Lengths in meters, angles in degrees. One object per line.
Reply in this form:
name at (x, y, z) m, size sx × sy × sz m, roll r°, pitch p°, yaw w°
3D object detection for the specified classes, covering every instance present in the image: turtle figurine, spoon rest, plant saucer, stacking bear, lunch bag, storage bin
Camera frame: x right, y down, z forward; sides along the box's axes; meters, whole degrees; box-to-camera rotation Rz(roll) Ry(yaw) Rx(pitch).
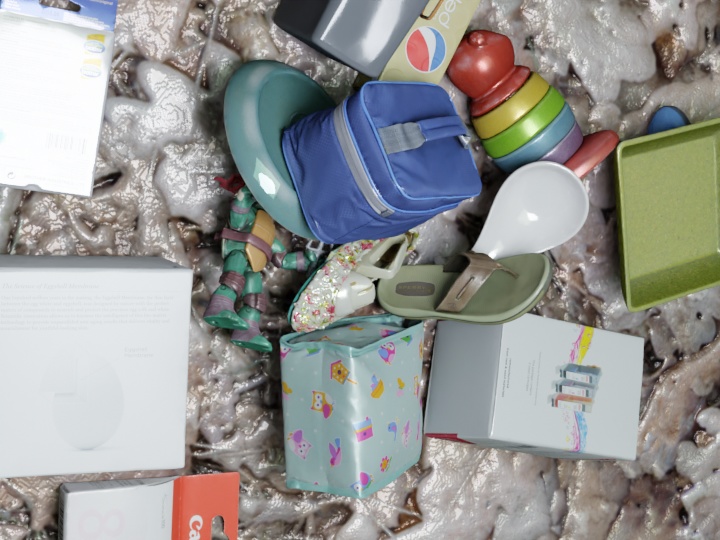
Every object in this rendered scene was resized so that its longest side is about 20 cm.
turtle figurine at (-0.103, -0.025, 1.410) m, size 0.150 × 0.100 × 0.201 m, roll 32°, pitch 65°, yaw -43°
spoon rest at (0.163, -0.043, 1.488) m, size 0.099 × 0.061 × 0.200 m, roll 44°, pitch 118°, yaw -14°
plant saucer at (0.368, -0.073, 1.570) m, size 0.199 × 0.048 × 0.201 m, roll -15°, pitch 108°, yaw -26°
stacking bear at (0.174, -0.183, 1.513) m, size 0.114 × 0.121 × 0.200 m, roll -44°, pitch 103°, yaw -20°
lunch bag at (0.005, 0.139, 1.468) m, size 0.200 × 0.121 × 0.171 m, roll -16°, pitch 106°, yaw -58°
lunch bag at (0.036, -0.113, 1.368) m, size 0.200 × 0.132 × 0.136 m, roll -13°, pitch 81°, yaw -55°
storage bin at (0.000, -0.278, 1.379) m, size 0.145 × 0.200 × 0.135 m, roll 28°, pitch 97°, yaw -25°
plant saucer at (-0.061, -0.130, 1.388) m, size 0.200 × 0.027 × 0.201 m, roll 31°, pitch 47°, yaw -40°

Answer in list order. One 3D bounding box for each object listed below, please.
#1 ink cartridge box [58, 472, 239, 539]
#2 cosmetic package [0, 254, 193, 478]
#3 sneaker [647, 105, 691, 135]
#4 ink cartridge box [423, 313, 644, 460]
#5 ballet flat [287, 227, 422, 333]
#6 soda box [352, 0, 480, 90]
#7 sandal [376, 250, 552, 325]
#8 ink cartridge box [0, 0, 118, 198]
ink cartridge box at (-0.220, 0.301, 1.432) m, size 0.199 × 0.057 × 0.163 m, roll 0°, pitch 97°, yaw -20°
cosmetic package at (-0.280, 0.088, 1.333) m, size 0.199 × 0.123 × 0.201 m, roll 1°, pitch 98°, yaw -24°
sneaker at (0.359, -0.096, 1.622) m, size 0.078 × 0.066 × 0.201 m, roll -7°, pitch 102°, yaw -34°
ink cartridge box at (0.199, 0.134, 1.531) m, size 0.199 × 0.145 × 0.145 m, roll 13°, pitch 78°, yaw -26°
ballet flat at (0.000, 0.000, 1.439) m, size 0.200 × 0.064 × 0.076 m, roll -50°, pitch 151°, yaw -36°
soda box at (0.073, -0.272, 1.474) m, size 0.068 × 0.064 × 0.201 m, roll 29°, pitch 86°, yaw -25°
sandal at (0.107, 0.014, 1.444) m, size 0.057 × 0.200 × 0.080 m, roll 58°, pitch 33°, yaw -50°
ink cartridge box at (-0.311, -0.178, 1.327) m, size 0.119 × 0.042 × 0.201 m, roll 7°, pitch 97°, yaw -25°
